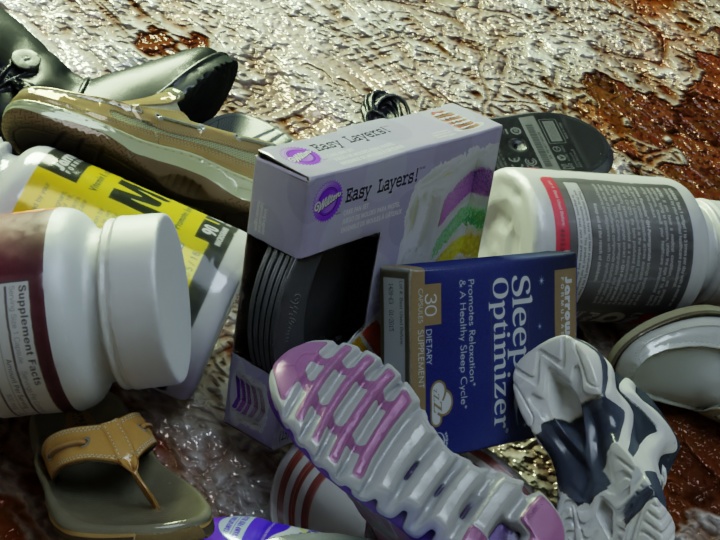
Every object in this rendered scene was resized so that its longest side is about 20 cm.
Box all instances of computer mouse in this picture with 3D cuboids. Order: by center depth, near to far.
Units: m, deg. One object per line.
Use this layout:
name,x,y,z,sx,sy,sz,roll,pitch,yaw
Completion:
computer mouse,0.100,-0.082,1.360,0.199,0.053,0.139,-1,43,-13

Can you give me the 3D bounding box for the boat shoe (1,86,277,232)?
boat shoe,-0.137,-0.086,1.137,0.199,0.072,0.077,21,65,-26

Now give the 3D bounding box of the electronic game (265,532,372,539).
electronic game,-0.017,0.225,0.851,0.199,0.042,0.201,4,59,-7

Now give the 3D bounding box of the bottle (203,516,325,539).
bottle,-0.053,0.173,0.950,0.199,0.066,0.084,11,10,8

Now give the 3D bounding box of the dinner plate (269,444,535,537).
dinner plate,0.036,0.169,1.062,0.199,0.024,0.201,15,41,-13

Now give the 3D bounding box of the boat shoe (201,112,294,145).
boat shoe,-0.053,-0.035,1.221,0.074,0.065,0.202,-32,58,-25

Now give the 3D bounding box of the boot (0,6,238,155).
boot,-0.204,-0.141,1.230,0.168,0.077,0.200,39,50,11

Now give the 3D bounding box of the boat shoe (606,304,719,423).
boat shoe,0.272,0.075,1.252,0.199,0.075,0.069,1,39,-28

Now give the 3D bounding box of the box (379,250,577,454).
box,0.090,0.051,1.124,0.032,0.122,0.199,4,7,43

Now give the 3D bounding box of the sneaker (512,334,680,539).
sneaker,0.172,0.144,1.105,0.129,0.079,0.200,19,43,-53

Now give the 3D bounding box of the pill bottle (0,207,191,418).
pill bottle,-0.201,0.025,0.967,0.199,0.115,0.115,-6,42,4

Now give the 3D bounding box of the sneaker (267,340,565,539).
sneaker,0.021,0.127,1.009,0.200,0.089,0.081,40,57,5

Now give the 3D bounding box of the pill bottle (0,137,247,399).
pill bottle,-0.175,-0.008,1.074,0.199,0.115,0.115,24,39,-3

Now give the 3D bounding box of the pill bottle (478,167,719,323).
pill bottle,0.186,-0.016,1.279,0.199,0.111,0.111,2,44,-25

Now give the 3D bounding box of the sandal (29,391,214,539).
sandal,-0.142,0.100,0.960,0.080,0.054,0.200,-11,24,-20

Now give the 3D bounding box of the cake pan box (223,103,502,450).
cake pan box,0.000,0.000,1.088,0.052,0.185,0.199,24,27,35
